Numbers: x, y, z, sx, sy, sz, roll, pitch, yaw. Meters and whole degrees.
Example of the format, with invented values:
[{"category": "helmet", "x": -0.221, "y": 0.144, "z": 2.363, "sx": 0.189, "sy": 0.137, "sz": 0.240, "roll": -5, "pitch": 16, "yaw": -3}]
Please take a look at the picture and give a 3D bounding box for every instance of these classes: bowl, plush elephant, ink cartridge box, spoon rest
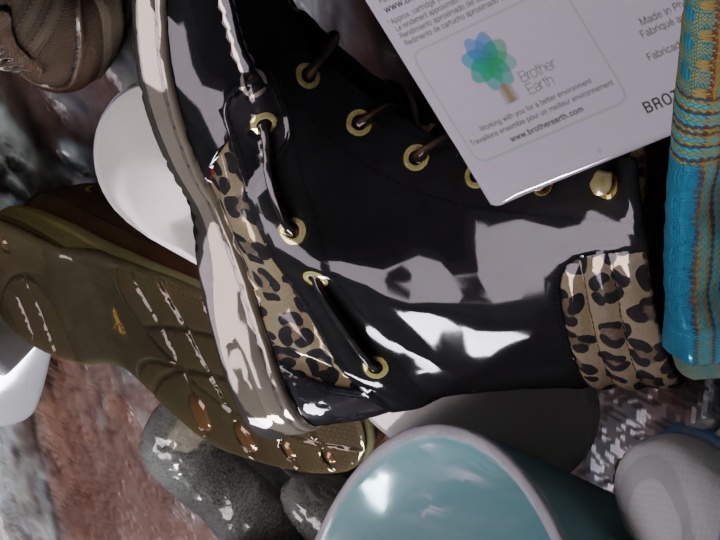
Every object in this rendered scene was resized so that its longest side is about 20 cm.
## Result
[{"category": "bowl", "x": 0.062, "y": 0.152, "z": 0.859, "sx": 0.200, "sy": 0.104, "sz": 0.203, "roll": -16, "pitch": 72, "yaw": 59}, {"category": "plush elephant", "x": -0.025, "y": 0.172, "z": 1.044, "sx": 0.199, "sy": 0.165, "sz": 0.155, "roll": 35, "pitch": -176, "yaw": -19}, {"category": "ink cartridge box", "x": 0.045, "y": -0.133, "z": 0.689, "sx": 0.136, "sy": 0.076, "sz": 0.201, "roll": -21, "pitch": 108, "yaw": 44}, {"category": "spoon rest", "x": -0.164, "y": 0.022, "z": 1.165, "sx": 0.100, "sy": 0.061, "sz": 0.200, "roll": 53, "pitch": 161, "yaw": -7}]

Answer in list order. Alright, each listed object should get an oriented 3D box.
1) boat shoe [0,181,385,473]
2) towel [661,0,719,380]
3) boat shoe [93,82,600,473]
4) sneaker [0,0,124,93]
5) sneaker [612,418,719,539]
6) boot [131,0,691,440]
[{"category": "boat shoe", "x": -0.059, "y": 0.011, "z": 1.000, "sx": 0.199, "sy": 0.067, "sz": 0.072, "roll": 24, "pitch": 137, "yaw": 37}, {"category": "towel", "x": 0.132, "y": -0.072, "z": 0.614, "sx": 0.022, "sy": 0.146, "sz": 0.201, "roll": 47, "pitch": 153, "yaw": 37}, {"category": "boat shoe", "x": 0.000, "y": 0.000, "z": 0.919, "sx": 0.199, "sy": 0.068, "sz": 0.072, "roll": 30, "pitch": 111, "yaw": 12}, {"category": "sneaker", "x": -0.136, "y": -0.106, "z": 0.923, "sx": 0.070, "sy": 0.076, "sz": 0.200, "roll": 34, "pitch": 162, "yaw": 19}, {"category": "sneaker", "x": 0.105, "y": 0.116, "z": 0.721, "sx": 0.200, "sy": 0.086, "sz": 0.075, "roll": -126, "pitch": 19, "yaw": -49}, {"category": "boot", "x": 0.018, "y": -0.041, "z": 0.816, "sx": 0.149, "sy": 0.073, "sz": 0.201, "roll": -2, "pitch": 114, "yaw": 21}]
